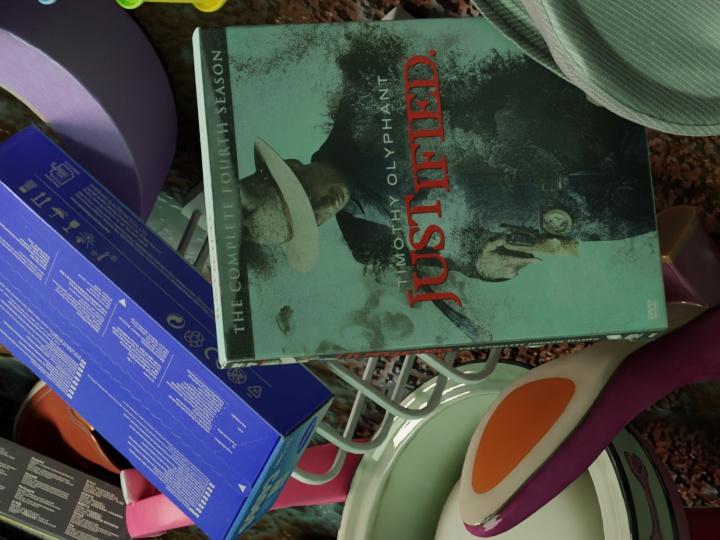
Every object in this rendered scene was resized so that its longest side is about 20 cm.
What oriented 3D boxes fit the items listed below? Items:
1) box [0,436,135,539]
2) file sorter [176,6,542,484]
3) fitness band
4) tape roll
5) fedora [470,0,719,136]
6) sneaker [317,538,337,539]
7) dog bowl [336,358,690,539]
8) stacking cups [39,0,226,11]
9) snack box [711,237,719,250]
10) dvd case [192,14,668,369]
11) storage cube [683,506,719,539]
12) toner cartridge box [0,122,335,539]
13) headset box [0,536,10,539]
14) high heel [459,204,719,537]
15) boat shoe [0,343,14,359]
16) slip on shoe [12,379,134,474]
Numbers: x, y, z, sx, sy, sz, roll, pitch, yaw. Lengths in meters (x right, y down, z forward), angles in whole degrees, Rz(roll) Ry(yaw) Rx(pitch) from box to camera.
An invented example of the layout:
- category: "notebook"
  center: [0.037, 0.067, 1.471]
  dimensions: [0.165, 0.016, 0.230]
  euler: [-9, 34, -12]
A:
- category: "box"
  center: [-0.234, 0.139, 1.351]
  dimensions: [0.199, 0.049, 0.161]
  euler: [23, 162, -2]
- category: "file sorter"
  center: [0.000, 0.000, 1.068]
  dimensions: [0.138, 0.125, 0.200]
  euler: [35, 139, -17]
- category: "fitness band"
  center: [-0.060, 0.121, 1.215]
  dimensions: [0.142, 0.038, 0.200]
  euler: [-7, 174, -3]
- category: "tape roll"
  center: [-0.195, -0.071, 1.099]
  dimensions: [0.198, 0.066, 0.201]
  euler: [9, 134, 10]
- category: "fedora"
  center: [0.118, -0.127, 0.873]
  dimensions: [0.200, 0.091, 0.177]
  euler: [40, 123, -20]
- category: "sneaker"
  center: [-0.021, 0.211, 1.374]
  dimensions: [0.086, 0.080, 0.200]
  euler: [40, 130, -5]
- category: "dog bowl"
  center: [0.080, 0.148, 1.089]
  dimensions: [0.073, 0.202, 0.199]
  euler: [12, 154, -44]
- category: "stacking cups"
  center: [-0.150, -0.144, 0.934]
  dimensions: [0.199, 0.061, 0.061]
  euler: [-2, 152, -32]
- category: "snack box"
  center: [0.228, 0.033, 1.086]
  dimensions: [0.198, 0.024, 0.072]
  euler: [17, 140, 4]
- category: "dvd case"
  center: [0.031, -0.037, 0.945]
  dimensions: [0.198, 0.147, 0.022]
  euler: [-3, 173, -12]
- category: "storage cube"
  center: [0.158, 0.233, 1.180]
  dimensions: [0.199, 0.181, 0.170]
  euler: [5, 159, -45]
- category: "toner cartridge box"
  center: [-0.111, 0.031, 1.039]
  dimensions: [0.200, 0.043, 0.095]
  euler: [41, 137, 12]
- category: "headset box"
  center: [-0.238, 0.206, 1.344]
  dimensions: [0.148, 0.078, 0.200]
  euler: [24, 162, -14]
- category: "high heel"
  center: [0.124, 0.068, 1.001]
  dimensions: [0.067, 0.200, 0.096]
  euler: [5, 136, 54]
- category: "boat shoe"
  center: [-0.250, -0.004, 1.211]
  dimensions: [0.199, 0.076, 0.074]
  euler: [29, 143, -9]
- category: "slip on shoe"
  center: [-0.144, 0.090, 1.280]
  dimensions: [0.074, 0.062, 0.199]
  euler: [40, 142, -27]
